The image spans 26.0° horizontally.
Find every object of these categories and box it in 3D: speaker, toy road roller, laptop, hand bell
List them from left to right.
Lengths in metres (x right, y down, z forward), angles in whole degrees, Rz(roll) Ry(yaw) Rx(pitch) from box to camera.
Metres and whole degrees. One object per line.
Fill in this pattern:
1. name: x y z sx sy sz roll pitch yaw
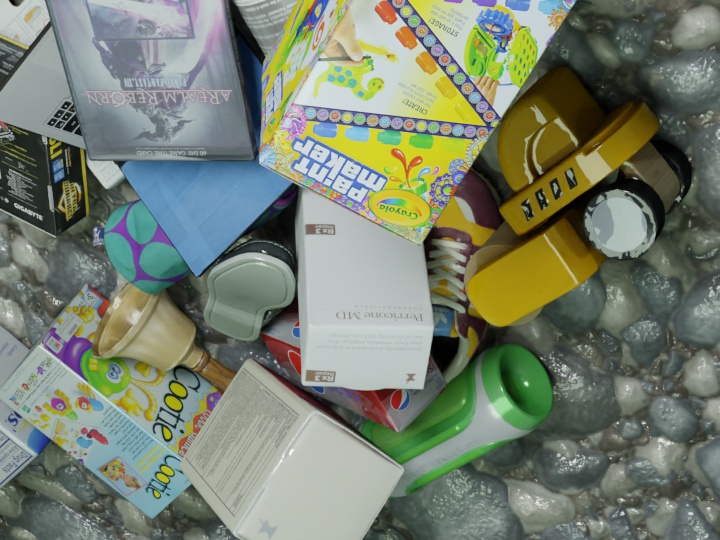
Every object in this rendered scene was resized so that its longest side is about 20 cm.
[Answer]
1. laptop: -0.168 -0.113 1.246 0.199 0.116 0.187 17 135 -36
2. hand bell: -0.148 0.091 1.506 0.200 0.104 0.104 36 133 -23
3. speaker: 0.080 0.140 1.423 0.088 0.089 0.200 45 130 -14
4. toy road roller: 0.149 -0.064 1.217 0.200 0.123 0.146 -36 94 34

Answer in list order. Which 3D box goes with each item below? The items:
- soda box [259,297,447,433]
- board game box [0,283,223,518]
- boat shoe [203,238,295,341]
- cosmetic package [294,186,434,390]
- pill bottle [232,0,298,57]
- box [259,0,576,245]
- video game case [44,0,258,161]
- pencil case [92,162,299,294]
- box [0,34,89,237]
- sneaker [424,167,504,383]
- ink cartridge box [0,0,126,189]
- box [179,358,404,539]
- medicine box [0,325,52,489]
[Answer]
1. soda box: -0.010 0.075 1.364 0.200 0.063 0.070 16 141 59
2. board game box: -0.238 0.130 1.545 0.200 0.103 0.105 40 130 -9
3. boat shoe: -0.094 0.003 1.350 0.075 0.061 0.200 24 158 -11
4. cosmetic package: 0.000 0.000 1.259 0.101 0.201 0.074 1 131 -7
5. pill bottle: -0.020 -0.185 1.196 0.116 0.117 0.201 -14 118 32
6. box: 0.029 -0.159 1.026 0.122 0.200 0.193 27 112 -15
7. video game case: -0.162 -0.171 1.183 0.142 0.019 0.201 1 126 15
8. pencil case: -0.142 -0.057 1.371 0.200 0.085 0.093 -29 67 37
9. box: -0.334 -0.137 1.387 0.199 0.049 0.160 24 132 25
10. sneaker: 0.078 0.007 1.318 0.075 0.090 0.201 8 129 18
11. ink cartridge box: -0.223 -0.191 1.340 0.162 0.057 0.200 -34 93 39
12. box: -0.067 0.178 1.414 0.109 0.128 0.200 34 178 -23
13. medicine box: -0.430 0.138 1.637 0.200 0.103 0.182 42 131 -11
